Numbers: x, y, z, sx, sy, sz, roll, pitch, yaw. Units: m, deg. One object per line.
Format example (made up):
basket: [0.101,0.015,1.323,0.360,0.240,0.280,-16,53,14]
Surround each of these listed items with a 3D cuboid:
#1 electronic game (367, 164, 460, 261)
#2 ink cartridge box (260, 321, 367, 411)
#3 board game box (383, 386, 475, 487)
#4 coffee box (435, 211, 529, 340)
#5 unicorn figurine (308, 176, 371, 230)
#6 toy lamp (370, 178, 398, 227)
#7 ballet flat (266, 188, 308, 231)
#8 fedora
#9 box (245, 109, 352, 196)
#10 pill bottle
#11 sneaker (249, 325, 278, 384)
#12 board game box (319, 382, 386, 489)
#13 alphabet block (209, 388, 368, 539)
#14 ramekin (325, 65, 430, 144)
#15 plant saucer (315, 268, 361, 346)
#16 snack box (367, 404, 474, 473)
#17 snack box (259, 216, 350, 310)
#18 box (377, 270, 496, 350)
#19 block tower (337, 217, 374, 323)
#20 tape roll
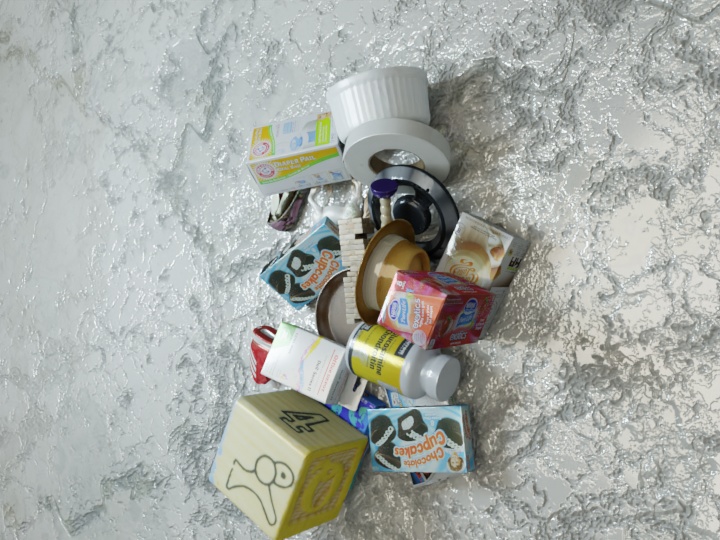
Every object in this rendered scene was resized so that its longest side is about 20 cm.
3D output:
electronic game: [0.098,-0.106,1.321,0.199,0.042,0.201,22,134,26]
ink cartridge box: [-0.085,0.191,1.394,0.199,0.067,0.118,19,85,24]
board game box: [0.128,0.293,1.322,0.126,0.035,0.202,-25,72,30]
coffee box: [0.204,0.012,1.265,0.114,0.079,0.201,30,103,33]
unicorn figurine: [-0.059,-0.118,1.462,0.199,0.074,0.139,-6,79,37]
toy lamp: [0.051,-0.070,1.315,0.058,0.058,0.201,23,135,34]
ballet flat: [-0.153,-0.181,1.534,0.069,0.071,0.201,30,102,35]
fedora: [0.069,0.012,1.257,0.081,0.200,0.202,20,98,32]
box: [-0.123,-0.241,1.442,0.198,0.102,0.113,-9,52,13]
pill bottle: [0.078,0.167,1.282,0.199,0.112,0.113,17,96,36]
sneaker: [-0.165,0.215,1.526,0.200,0.078,0.116,36,123,31]
board game box: [-0.049,0.325,1.437,0.152,0.045,0.201,28,103,33]
alphabet block: [-0.139,0.364,1.352,0.199,0.196,0.197,30,107,33]
ramekin: [0.039,-0.307,1.339,0.199,0.200,0.099,-13,86,33]
plant saucer: [0.000,0.095,1.415,0.199,0.032,0.202,1,93,26]
snack box: [0.108,0.310,1.290,0.199,0.037,0.117,-10,81,33]
snack box: [-0.101,-0.012,1.457,0.200,0.116,0.037,-37,23,27]
box: [0.129,0.061,1.143,0.099,0.199,0.096,26,103,31]
block tower: [0.000,0.000,1.364,0.057,0.054,0.202,-3,91,28]
tape roll: [0.068,-0.209,1.306,0.201,0.202,0.037,-9,61,34]
